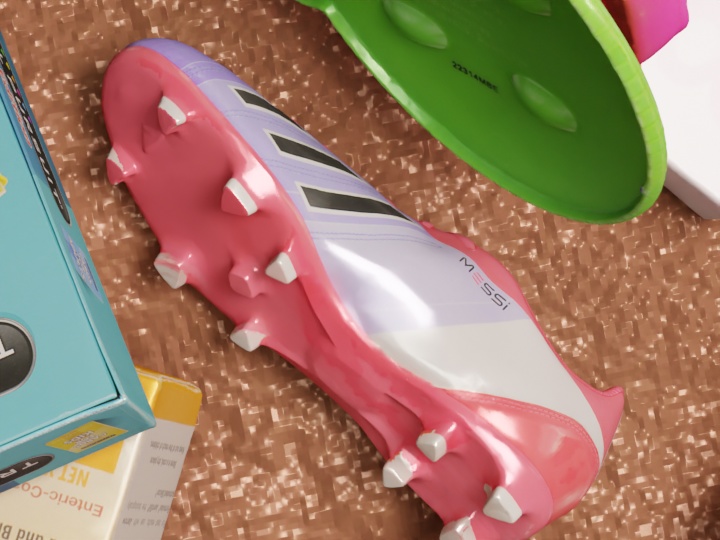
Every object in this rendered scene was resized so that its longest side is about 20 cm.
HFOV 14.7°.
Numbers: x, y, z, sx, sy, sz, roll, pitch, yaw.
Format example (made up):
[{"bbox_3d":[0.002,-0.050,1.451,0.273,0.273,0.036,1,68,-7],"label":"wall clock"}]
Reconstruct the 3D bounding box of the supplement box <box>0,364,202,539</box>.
[{"bbox_3d":[-0.138,0.110,0.822,0.126,0.074,0.200,16,87,8],"label":"supplement box"}]

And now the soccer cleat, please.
[{"bbox_3d":[0.000,0.000,0.878,0.200,0.067,0.076,47,51,-1],"label":"soccer cleat"}]

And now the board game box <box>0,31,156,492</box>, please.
[{"bbox_3d":[-0.164,-0.020,0.782,0.151,0.047,0.200,-23,76,2],"label":"board game box"}]

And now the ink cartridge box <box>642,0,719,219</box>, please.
[{"bbox_3d":[0.091,-0.136,0.896,0.200,0.057,0.163,39,83,-13],"label":"ink cartridge box"}]

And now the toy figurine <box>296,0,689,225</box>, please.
[{"bbox_3d":[0.071,-0.141,0.841,0.200,0.150,0.184,34,68,32],"label":"toy figurine"}]
